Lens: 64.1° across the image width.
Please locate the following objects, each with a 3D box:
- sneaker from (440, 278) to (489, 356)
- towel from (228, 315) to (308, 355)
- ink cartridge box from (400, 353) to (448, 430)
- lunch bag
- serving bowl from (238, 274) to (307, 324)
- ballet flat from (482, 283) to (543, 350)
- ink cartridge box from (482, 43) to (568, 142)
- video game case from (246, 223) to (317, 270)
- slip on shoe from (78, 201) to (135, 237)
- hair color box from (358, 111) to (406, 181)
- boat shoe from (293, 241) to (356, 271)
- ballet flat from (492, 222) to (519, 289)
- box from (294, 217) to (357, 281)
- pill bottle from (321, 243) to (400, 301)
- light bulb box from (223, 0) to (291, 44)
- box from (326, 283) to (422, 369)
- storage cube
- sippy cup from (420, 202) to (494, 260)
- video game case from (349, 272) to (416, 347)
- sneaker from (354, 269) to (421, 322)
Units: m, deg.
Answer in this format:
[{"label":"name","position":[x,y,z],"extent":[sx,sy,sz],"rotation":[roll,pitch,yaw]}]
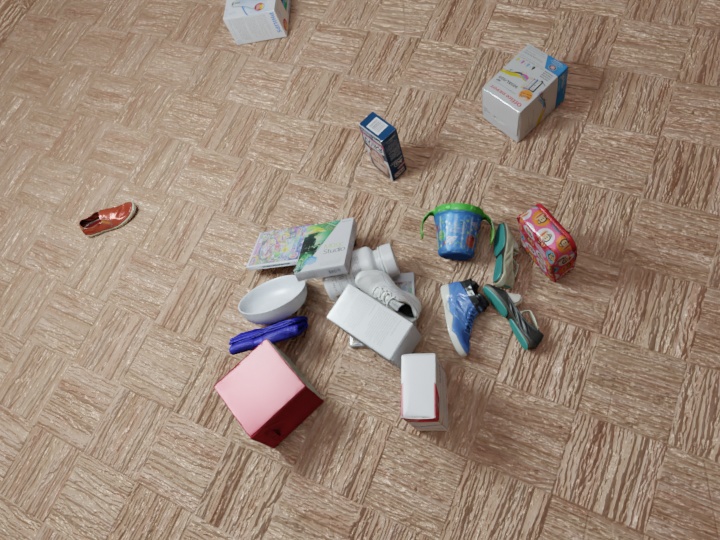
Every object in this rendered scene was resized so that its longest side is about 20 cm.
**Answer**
[{"label":"sneaker","position":[0.278,0.114,1.474],"extent":[0.111,0.077,0.201],"rotation":[-19,56,19]},{"label":"towel","position":[-0.247,0.167,1.553],"extent":[0.199,0.148,0.050],"rotation":[-17,95,6]},{"label":"ink cartridge box","position":[0.153,0.293,1.361],"extent":[0.085,0.200,0.149],"rotation":[-4,65,13]},{"label":"lunch bag","position":[0.459,-0.075,1.447],"extent":[0.082,0.200,0.177],"rotation":[-36,63,2]},{"label":"serving bowl","position":[-0.234,0.091,1.592],"extent":[0.199,0.066,0.200],"rotation":[-16,25,8]},{"label":"ballet flat","position":[0.392,0.108,1.462],"extent":[0.068,0.068,0.201],"rotation":[-29,72,-10]},{"label":"ink cartridge box","position":[0.472,-0.511,1.665],"extent":[0.200,0.145,0.147],"rotation":[-44,65,-6]},{"label":"video game case","position":[-0.226,-0.069,1.678],"extent":[0.199,0.018,0.144],"rotation":[-7,47,23]},{"label":"slip on shoe","position":[-0.835,-0.174,1.901],"extent":[0.199,0.061,0.074],"rotation":[-23,61,2]},{"label":"hair color box","position":[0.067,-0.356,1.670],"extent":[0.061,0.200,0.100],"rotation":[-44,63,-8]},{"label":"boat shoe","position":[-0.103,-0.040,1.649],"extent":[0.199,0.076,0.060],"rotation":[-35,103,14]},{"label":"ballet flat","position":[0.388,-0.036,1.524],"extent":[0.069,0.070,0.201],"rotation":[4,57,16]},{"label":"box","position":[-0.090,-0.059,1.548],"extent":[0.143,0.036,0.201],"rotation":[-10,39,17]},{"label":"pill bottle","position":[0.000,0.000,1.554],"extent":[0.199,0.114,0.115],"rotation":[-19,63,6]},{"label":"light bulb box","position":[-0.370,-0.950,2.088],"extent":[0.198,0.125,0.200],"rotation":[-4,66,14]},{"label":"box","position":[0.038,0.143,1.457],"extent":[0.199,0.152,0.107],"rotation":[31,82,22]},{"label":"storage cube","position":[-0.228,0.316,1.466],"extent":[0.180,0.171,0.200],"rotation":[-42,63,-8]},{"label":"sippy cup","position":[0.261,-0.099,1.554],"extent":[0.177,0.139,0.131],"rotation":[-3,74,39]},{"label":"video game case","position":[0.060,0.107,1.567],"extent":[0.181,0.023,0.201],"rotation":[-5,66,12]},{"label":"sneaker","position":[0.075,0.063,1.474],"extent":[0.199,0.087,0.075],"rotation":[29,104,-8]}]
